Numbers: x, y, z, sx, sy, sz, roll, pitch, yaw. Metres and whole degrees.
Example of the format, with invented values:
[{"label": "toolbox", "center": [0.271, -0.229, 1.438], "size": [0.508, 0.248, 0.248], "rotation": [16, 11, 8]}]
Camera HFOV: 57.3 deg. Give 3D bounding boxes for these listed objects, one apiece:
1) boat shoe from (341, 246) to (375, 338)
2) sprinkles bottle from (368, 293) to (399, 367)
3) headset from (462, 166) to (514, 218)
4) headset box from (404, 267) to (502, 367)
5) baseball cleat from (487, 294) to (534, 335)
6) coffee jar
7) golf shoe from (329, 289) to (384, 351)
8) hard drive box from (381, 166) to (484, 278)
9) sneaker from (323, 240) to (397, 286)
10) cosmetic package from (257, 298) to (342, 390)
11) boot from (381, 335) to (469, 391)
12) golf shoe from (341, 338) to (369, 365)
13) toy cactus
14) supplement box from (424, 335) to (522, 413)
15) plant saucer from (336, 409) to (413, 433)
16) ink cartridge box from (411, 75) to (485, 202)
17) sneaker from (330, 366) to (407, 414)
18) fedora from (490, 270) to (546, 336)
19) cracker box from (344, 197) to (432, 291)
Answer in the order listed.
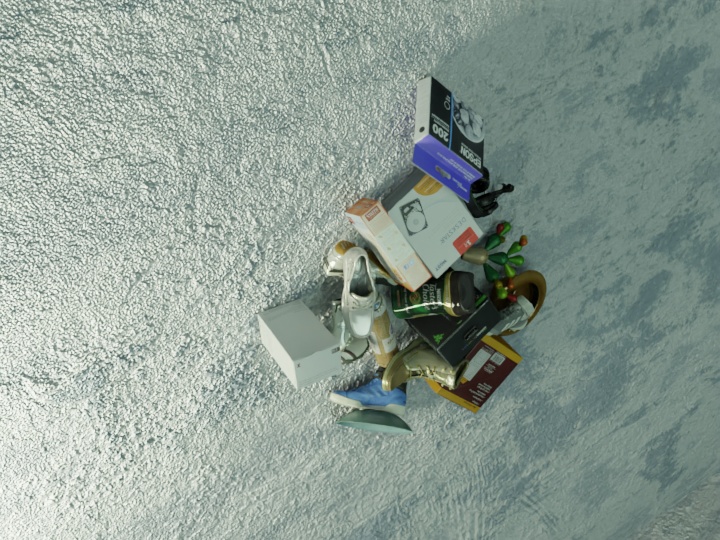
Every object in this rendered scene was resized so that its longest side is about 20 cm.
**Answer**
[{"label": "boat shoe", "center": [-0.003, 0.054, 1.397], "size": [0.070, 0.069, 0.203], "rotation": [-9, 104, -13]}, {"label": "sprinkles bottle", "center": [0.047, 0.145, 1.601], "size": [0.068, 0.068, 0.202], "rotation": [-29, 129, -14]}, {"label": "headset", "center": [0.288, -0.186, 1.523], "size": [0.093, 0.125, 0.199], "rotation": [-19, 171, 28]}, {"label": "headset box", "center": [0.217, 0.110, 1.601], "size": [0.174, 0.200, 0.093], "rotation": [-43, 131, -2]}, {"label": "baseball cleat", "center": [0.367, 0.107, 1.662], "size": [0.199, 0.070, 0.107], "rotation": [-3, 129, -48]}, {"label": "coffee jar", "center": [0.171, 0.057, 1.533], "size": [0.085, 0.198, 0.106], "rotation": [2, 83, -56]}, {"label": "golf shoe", "center": [-0.043, 0.106, 1.471], "size": [0.097, 0.078, 0.201], "rotation": [40, 90, -25]}, {"label": "hard drive box", "center": [0.155, -0.112, 1.473], "size": [0.156, 0.077, 0.200], "rotation": [-44, 113, -5]}, {"label": "sneaker", "center": [0.000, 0.000, 1.496], "size": [0.199, 0.076, 0.088], "rotation": [25, 118, -36]}, {"label": "cosmetic package", "center": [-0.132, 0.153, 1.406], "size": [0.112, 0.200, 0.082], "rotation": [-17, 125, -22]}, {"label": "boot", "center": [0.158, 0.248, 1.600], "size": [0.199, 0.154, 0.073], "rotation": [-35, 138, -42]}, {"label": "golf shoe", "center": [-0.066, 0.177, 1.547], "size": [0.198, 0.077, 0.089], "rotation": [-13, 116, -26]}, {"label": "toy cactus", "center": [0.334, -0.029, 1.647], "size": [0.163, 0.102, 0.203], "rotation": [7, 86, -6]}, {"label": "supplement box", "center": [0.284, 0.240, 1.758], "size": [0.197, 0.133, 0.201], "rotation": [32, 101, -40]}, {"label": "plant saucer", "center": [0.039, 0.385, 1.689], "size": [0.200, 0.200, 0.039], "rotation": [24, 66, -39]}, {"label": "ink cartridge box", "center": [0.189, -0.274, 1.386], "size": [0.197, 0.043, 0.203], "rotation": [25, 62, -40]}, {"label": "sneaker", "center": [0.025, 0.297, 1.680], "size": [0.197, 0.077, 0.113], "rotation": [11, 78, -9]}, {"label": "fedora", "center": [0.408, 0.077, 1.779], "size": [0.198, 0.082, 0.203], "rotation": [-15, 124, -24]}, {"label": "cracker box", "center": [0.057, -0.058, 1.400], "size": [0.058, 0.134, 0.201], "rotation": [-39, 106, -6]}]
